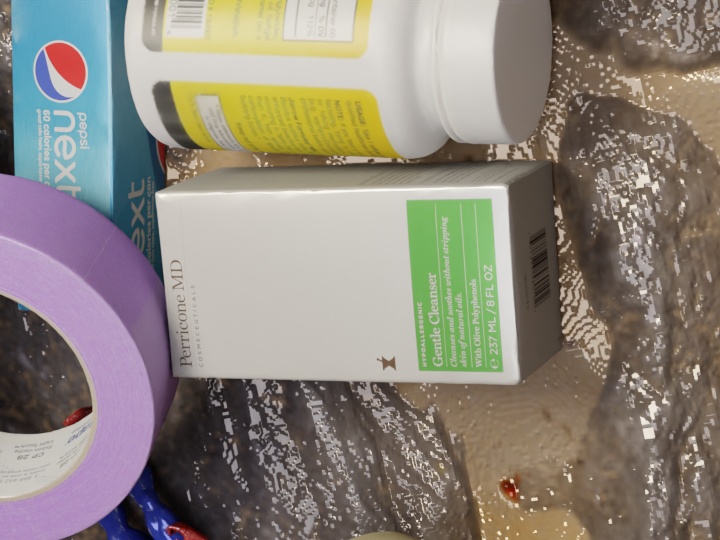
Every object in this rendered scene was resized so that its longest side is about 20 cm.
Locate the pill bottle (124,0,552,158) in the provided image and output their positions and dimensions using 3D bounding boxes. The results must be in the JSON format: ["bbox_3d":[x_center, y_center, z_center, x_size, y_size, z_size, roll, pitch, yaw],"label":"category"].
[{"bbox_3d":[-0.010,-0.116,1.049,0.199,0.114,0.115,4,101,22],"label":"pill bottle"}]

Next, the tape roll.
[{"bbox_3d":[-0.201,0.050,1.104,0.199,0.066,0.201,4,119,8],"label":"tape roll"}]

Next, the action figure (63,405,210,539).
[{"bbox_3d":[-0.110,0.169,1.180,0.200,0.052,0.065,44,107,8],"label":"action figure"}]

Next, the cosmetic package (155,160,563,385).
[{"bbox_3d":[0.000,0.000,1.081,0.199,0.085,0.108,-2,101,22],"label":"cosmetic package"}]

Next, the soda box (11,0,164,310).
[{"bbox_3d":[-0.151,-0.079,1.140,0.064,0.068,0.201,5,101,20],"label":"soda box"}]

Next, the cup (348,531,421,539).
[{"bbox_3d":[0.021,0.223,1.070,0.201,0.200,0.143,-52,53,22],"label":"cup"}]
